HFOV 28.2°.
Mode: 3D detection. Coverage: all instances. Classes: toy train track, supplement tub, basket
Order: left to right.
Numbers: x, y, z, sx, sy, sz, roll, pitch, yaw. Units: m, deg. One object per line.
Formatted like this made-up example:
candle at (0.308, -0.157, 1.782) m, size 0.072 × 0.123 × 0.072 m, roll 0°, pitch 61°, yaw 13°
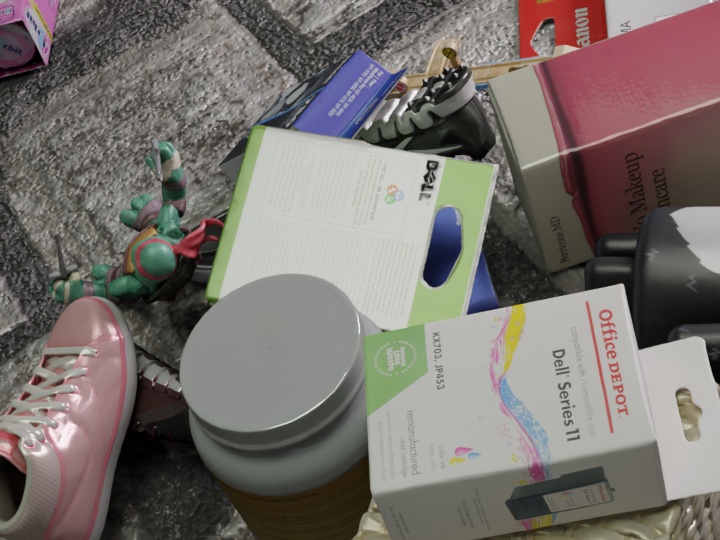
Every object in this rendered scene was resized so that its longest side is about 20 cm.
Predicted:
supplement tub at (-0.030, 0.112, 0.967) m, size 0.143 × 0.201 × 0.146 m, roll -11°, pitch 48°, yaw 12°
toy train track at (0.097, -0.179, 1.264) m, size 0.198 × 0.033 × 0.115 m, roll -3°, pitch 51°, yaw 30°
basket at (0.121, 0.170, 0.892) m, size 0.198 × 0.162 × 0.199 m, roll 11°, pitch 54°, yaw 26°

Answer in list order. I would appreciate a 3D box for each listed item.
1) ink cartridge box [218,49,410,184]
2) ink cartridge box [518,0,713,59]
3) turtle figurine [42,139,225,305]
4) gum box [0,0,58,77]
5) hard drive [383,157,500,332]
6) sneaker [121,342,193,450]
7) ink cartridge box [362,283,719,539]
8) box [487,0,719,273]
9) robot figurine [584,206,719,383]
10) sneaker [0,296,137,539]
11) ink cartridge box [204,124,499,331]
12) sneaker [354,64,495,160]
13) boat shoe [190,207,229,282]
ink cartridge box at (-0.044, -0.129, 1.220) m, size 0.100 × 0.039 × 0.199 m, roll -52°, pitch 18°, yaw -26°
ink cartridge box at (0.223, -0.227, 1.273) m, size 0.174 × 0.045 × 0.201 m, roll -7°, pitch 49°, yaw 13°
turtle figurine at (-0.178, -0.017, 1.143) m, size 0.150 × 0.101 × 0.200 m, roll -46°, pitch 6°, yaw -9°
gum box at (-0.429, -0.253, 1.520) m, size 0.198 × 0.066 × 0.114 m, roll -12°, pitch 46°, yaw 10°
hard drive at (0.000, 0.000, 1.145) m, size 0.198 × 0.025 × 0.133 m, roll -17°, pitch 68°, yaw 6°
sneaker at (-0.172, 0.128, 1.110) m, size 0.199 × 0.076 × 0.116 m, roll 28°, pitch 80°, yaw 36°
ink cartridge box at (0.106, 0.080, 0.819) m, size 0.198 × 0.068 × 0.118 m, roll -12°, pitch 47°, yaw 9°
box at (0.214, -0.103, 1.111) m, size 0.198 × 0.128 × 0.110 m, roll -19°, pitch 48°, yaw 5°
robot figurine at (0.258, 0.015, 0.995) m, size 0.198 × 0.125 × 0.152 m, roll 1°, pitch 64°, yaw 22°
sneaker at (-0.226, 0.106, 1.046) m, size 0.075 × 0.104 × 0.202 m, roll -4°, pitch 70°, yaw 29°
ink cartridge box at (-0.002, -0.017, 1.098) m, size 0.198 × 0.076 × 0.149 m, roll 10°, pitch 73°, yaw 14°
sneaker at (0.035, -0.105, 1.222) m, size 0.199 × 0.091 × 0.067 m, roll -15°, pitch 31°, yaw 43°
boat shoe at (-0.070, -0.048, 1.212) m, size 0.198 × 0.067 × 0.070 m, roll -13°, pitch 47°, yaw 10°
